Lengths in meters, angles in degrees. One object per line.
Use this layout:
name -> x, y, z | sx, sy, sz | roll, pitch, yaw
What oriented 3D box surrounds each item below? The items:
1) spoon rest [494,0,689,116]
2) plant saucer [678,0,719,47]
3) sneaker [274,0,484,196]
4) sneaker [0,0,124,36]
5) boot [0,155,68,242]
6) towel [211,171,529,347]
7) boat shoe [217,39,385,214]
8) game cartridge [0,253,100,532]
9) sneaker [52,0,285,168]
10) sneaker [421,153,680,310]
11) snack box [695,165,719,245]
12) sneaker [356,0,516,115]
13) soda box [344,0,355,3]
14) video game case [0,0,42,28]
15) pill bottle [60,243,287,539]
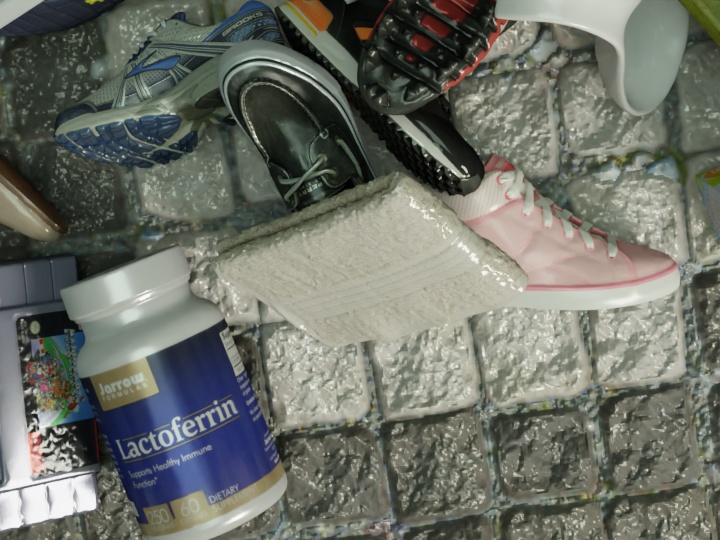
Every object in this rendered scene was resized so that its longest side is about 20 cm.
spoon rest -> 0.171, -0.161, 0.834 | 0.060, 0.199, 0.100 | 23, 101, 41
plant saucer -> 0.317, -0.167, 0.827 | 0.198, 0.048, 0.201 | -25, 65, -17
sneaker -> 0.030, -0.144, 0.876 | 0.090, 0.070, 0.200 | -42, 71, -6
sneaker -> -0.202, -0.233, 0.904 | 0.198, 0.074, 0.083 | -24, 86, 7
boot -> -0.331, -0.044, 0.927 | 0.200, 0.070, 0.146 | 42, 87, 15
towel -> 0.000, 0.000, 0.858 | 0.132, 0.035, 0.199 | 35, 144, -32
boat shoe -> -0.027, -0.072, 0.858 | 0.072, 0.071, 0.200 | -24, 132, 22
game cartridge -> -0.263, 0.094, 0.934 | 0.128, 0.038, 0.203 | -8, 100, -25
sneaker -> -0.137, -0.137, 0.914 | 0.198, 0.077, 0.086 | -16, 67, 19
sneaker -> 0.130, -0.030, 0.898 | 0.198, 0.075, 0.106 | 1, 102, 9
snack box -> 0.327, -0.052, 0.817 | 0.167, 0.200, 0.068 | -22, 99, 6
sneaker -> 0.067, -0.174, 0.838 | 0.071, 0.098, 0.201 | 36, 75, 5
soda box -> -0.035, -0.285, 0.859 | 0.201, 0.068, 0.063 | 52, 135, 6
video game case -> -0.241, -0.269, 0.875 | 0.199, 0.023, 0.183 | -28, 66, 14
pill bottle -> -0.139, 0.090, 0.915 | 0.115, 0.116, 0.202 | -21, 95, 7
